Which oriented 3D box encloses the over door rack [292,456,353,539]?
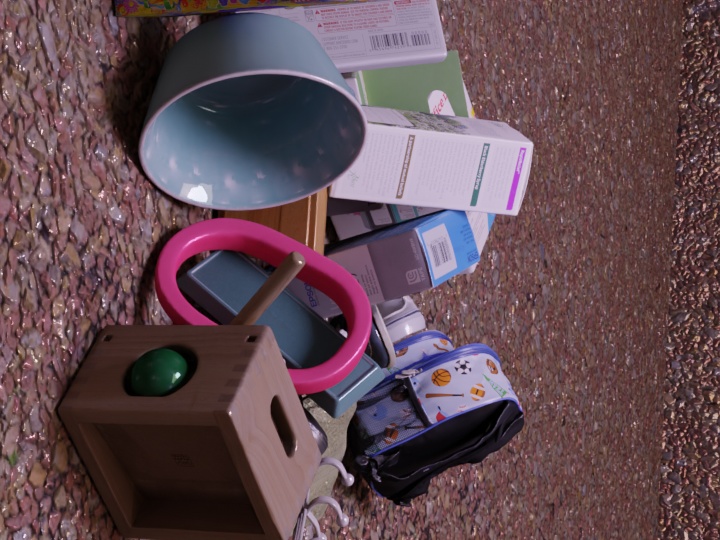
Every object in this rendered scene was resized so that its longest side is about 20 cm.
[{"bbox_3d":[-0.077,0.270,1.437,0.067,0.200,0.148,39,19,-12],"label":"over door rack"}]

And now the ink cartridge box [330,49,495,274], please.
[{"bbox_3d":[0.048,-0.113,1.830,0.147,0.146,0.200,-64,141,-47],"label":"ink cartridge box"}]

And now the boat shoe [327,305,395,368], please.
[{"bbox_3d":[-0.010,0.072,1.710,0.200,0.062,0.075,165,-90,-80],"label":"boat shoe"}]

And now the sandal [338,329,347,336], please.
[{"bbox_3d":[-0.090,0.091,1.578,0.059,0.079,0.207,52,44,4],"label":"sandal"}]

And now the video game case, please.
[{"bbox_3d":[-0.030,-0.275,1.583,0.022,0.199,0.183,136,-55,-71],"label":"video game case"}]

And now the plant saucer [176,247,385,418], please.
[{"bbox_3d":[-0.071,0.047,1.491,0.070,0.200,0.019,-38,156,-34],"label":"plant saucer"}]

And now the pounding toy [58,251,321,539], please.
[{"bbox_3d":[-0.124,0.105,1.372,0.142,0.184,0.200,-67,148,-45],"label":"pounding toy"}]

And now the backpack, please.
[{"bbox_3d":[0.078,0.156,1.842,0.200,0.190,0.155,60,11,-71],"label":"backpack"}]

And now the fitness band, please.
[{"bbox_3d":[-0.087,0.028,1.469,0.144,0.200,0.037,-54,168,-38],"label":"fitness band"}]

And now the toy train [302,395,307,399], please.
[{"bbox_3d":[-0.073,0.126,1.695,0.200,0.034,0.046,-10,97,-68],"label":"toy train"}]

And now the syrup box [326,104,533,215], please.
[{"bbox_3d":[0.061,-0.109,1.641,0.079,0.199,0.082,-129,-132,-62],"label":"syrup box"}]

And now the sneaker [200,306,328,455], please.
[{"bbox_3d":[-0.084,0.077,1.510,0.104,0.200,0.060,-43,160,-29],"label":"sneaker"}]

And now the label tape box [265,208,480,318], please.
[{"bbox_3d":[0.000,0.000,1.647,0.143,0.199,0.066,-28,99,-65],"label":"label tape box"}]

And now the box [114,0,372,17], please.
[{"bbox_3d":[-0.100,-0.318,1.419,0.122,0.199,0.193,-21,108,-66],"label":"box"}]

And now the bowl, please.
[{"bbox_3d":[-0.099,-0.151,1.470,0.201,0.200,0.105,51,24,-56],"label":"bowl"}]

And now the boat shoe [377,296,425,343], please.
[{"bbox_3d":[0.024,0.047,1.859,0.067,0.073,0.200,64,-3,-1],"label":"boat shoe"}]

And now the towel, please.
[{"bbox_3d":[-0.060,0.197,1.672,0.200,0.036,0.149,-12,117,-68],"label":"towel"}]

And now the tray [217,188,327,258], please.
[{"bbox_3d":[-0.081,-0.113,1.589,0.037,0.098,0.201,36,56,-73],"label":"tray"}]

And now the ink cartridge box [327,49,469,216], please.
[{"bbox_3d":[0.009,-0.135,1.684,0.048,0.199,0.146,-75,156,-62],"label":"ink cartridge box"}]
